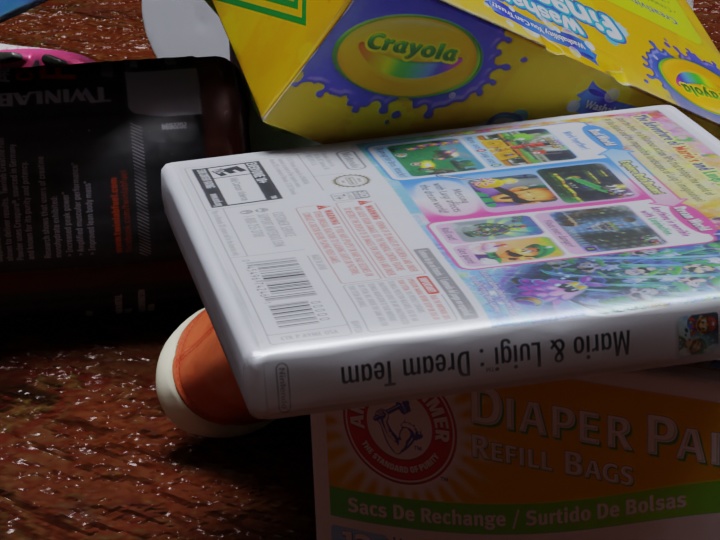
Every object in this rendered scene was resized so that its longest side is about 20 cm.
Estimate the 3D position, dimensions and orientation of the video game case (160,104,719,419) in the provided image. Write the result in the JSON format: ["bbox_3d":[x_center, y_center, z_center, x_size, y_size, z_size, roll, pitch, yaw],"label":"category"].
[{"bbox_3d":[0.040,-0.009,0.765,0.181,0.024,0.200,-7,18,-9],"label":"video game case"}]

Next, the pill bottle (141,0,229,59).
[{"bbox_3d":[-0.027,-0.158,1.357,0.111,0.111,0.200,11,24,31],"label":"pill bottle"}]

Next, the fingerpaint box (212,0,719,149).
[{"bbox_3d":[0.036,-0.101,0.933,0.200,0.073,0.167,18,33,-36],"label":"fingerpaint box"}]

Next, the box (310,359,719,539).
[{"bbox_3d":[0.093,0.060,0.764,0.199,0.113,0.101,8,22,27],"label":"box"}]

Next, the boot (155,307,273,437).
[{"bbox_3d":[0.000,0.000,0.954,0.107,0.075,0.200,-32,1,37],"label":"boot"}]

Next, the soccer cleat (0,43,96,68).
[{"bbox_3d":[-0.162,-0.074,1.212,0.199,0.070,0.086,22,-3,25],"label":"soccer cleat"}]

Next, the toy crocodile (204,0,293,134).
[{"bbox_3d":[0.002,-0.065,1.037,0.062,0.200,0.068,-39,18,9],"label":"toy crocodile"}]

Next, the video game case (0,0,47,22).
[{"bbox_3d":[-0.129,-0.136,1.029,0.200,0.046,0.181,-30,12,-27],"label":"video game case"}]

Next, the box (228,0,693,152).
[{"bbox_3d":[0.042,-0.095,1.124,0.199,0.153,0.106,-3,20,-4],"label":"box"}]

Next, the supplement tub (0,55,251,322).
[{"bbox_3d":[-0.145,-0.031,1.037,0.199,0.107,0.107,-4,21,-7],"label":"supplement tub"}]
